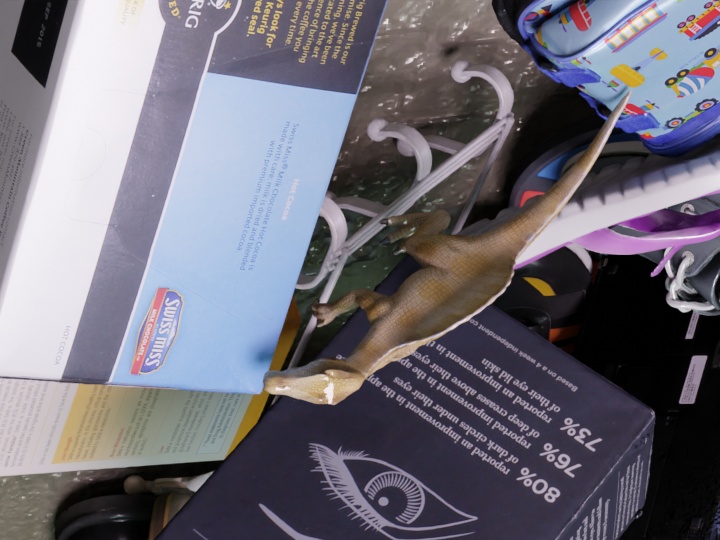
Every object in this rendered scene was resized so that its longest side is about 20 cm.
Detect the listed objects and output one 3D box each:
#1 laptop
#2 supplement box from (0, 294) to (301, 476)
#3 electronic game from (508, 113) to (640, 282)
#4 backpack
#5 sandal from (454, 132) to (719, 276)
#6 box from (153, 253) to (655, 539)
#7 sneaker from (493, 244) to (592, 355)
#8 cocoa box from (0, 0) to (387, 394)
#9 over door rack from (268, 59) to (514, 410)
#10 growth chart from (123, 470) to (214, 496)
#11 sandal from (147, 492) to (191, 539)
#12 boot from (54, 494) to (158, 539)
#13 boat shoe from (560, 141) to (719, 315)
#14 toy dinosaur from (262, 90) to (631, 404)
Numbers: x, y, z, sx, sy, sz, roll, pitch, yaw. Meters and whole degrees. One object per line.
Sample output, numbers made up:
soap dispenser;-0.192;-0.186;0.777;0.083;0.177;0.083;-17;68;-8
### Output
laptop;0.156;0.087;1.074;0.200;0.178;0.103;-5;147;45
supplement box;-0.147;0.042;1.052;0.199;0.074;0.126;-1;140;-25
electronic game;0.179;-0.034;1.081;0.199;0.042;0.200;4;152;2
backpack;0.167;-0.138;0.910;0.182;0.135;0.200;-32;145;19
sandal;0.129;-0.023;0.942;0.202;0.050;0.082;-17;-169;32
box;0.021;0.119;0.932;0.200;0.148;0.104;-47;156;-20
sneaker;0.095;0.050;1.130;0.070;0.090;0.200;1;154;5
cocoa box;-0.092;-0.067;0.829;0.131;0.133;0.200;6;112;-32
over door rack;0.000;0.000;1.009;0.148;0.067;0.200;-38;151;-37
growth chart;-0.031;0.117;1.191;0.144;0.018;0.200;7;161;-35
sandal;-0.085;0.175;1.211;0.054;0.081;0.200;-2;172;15
boot;-0.142;0.248;1.248;0.079;0.158;0.211;-6;144;-12
boat shoe;0.174;-0.010;0.977;0.062;0.200;0.073;-57;143;-21
toy dinosaur;0.040;0.005;0.867;0.200;0.101;0.058;-39;105;-15
